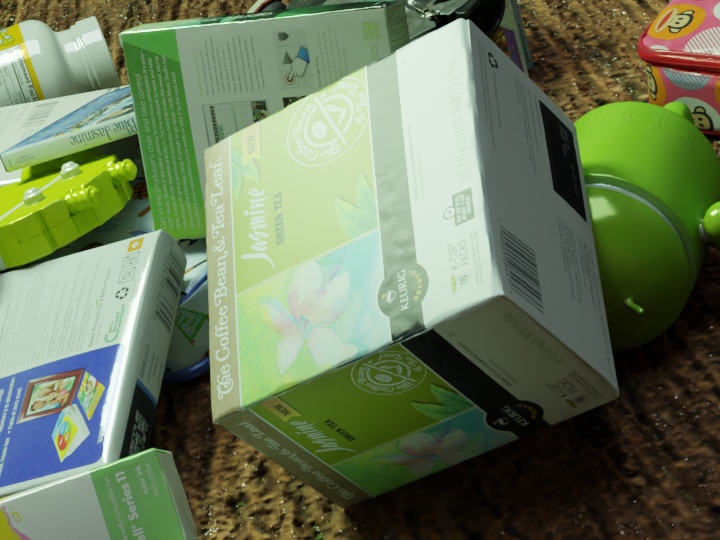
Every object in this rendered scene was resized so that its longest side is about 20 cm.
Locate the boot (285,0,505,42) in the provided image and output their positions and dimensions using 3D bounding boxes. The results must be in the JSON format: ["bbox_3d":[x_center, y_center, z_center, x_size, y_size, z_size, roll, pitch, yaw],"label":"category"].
[{"bbox_3d":[0.050,-0.192,1.544,0.131,0.070,0.200,13,52,38],"label":"boot"}]

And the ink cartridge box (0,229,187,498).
[{"bbox_3d":[-0.218,0.078,1.447,0.199,0.047,0.198,-16,45,25],"label":"ink cartridge box"}]

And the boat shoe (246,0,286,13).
[{"bbox_3d":[-0.093,-0.165,1.865,0.062,0.071,0.200,32,35,0],"label":"boat shoe"}]

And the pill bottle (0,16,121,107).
[{"bbox_3d":[-0.307,-0.149,1.906,0.199,0.105,0.104,-20,28,-6],"label":"pill bottle"}]

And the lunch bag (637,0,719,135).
[{"bbox_3d":[0.314,-0.169,1.625,0.176,0.082,0.200,11,41,36],"label":"lunch bag"}]

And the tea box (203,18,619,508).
[{"bbox_3d":[0.024,-0.001,1.301,0.196,0.134,0.201,-26,49,26],"label":"tea box"}]

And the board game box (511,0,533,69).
[{"bbox_3d":[0.021,-0.167,1.753,0.200,0.105,0.103,-33,32,-26],"label":"board game box"}]

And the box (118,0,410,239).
[{"bbox_3d":[-0.055,-0.097,1.470,0.199,0.145,0.036,-2,14,25],"label":"box"}]

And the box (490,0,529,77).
[{"bbox_3d":[0.031,-0.103,1.597,0.199,0.137,0.039,-27,30,-19],"label":"box"}]

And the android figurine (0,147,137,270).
[{"bbox_3d":[-0.242,-0.036,1.567,0.199,0.041,0.182,-15,17,37],"label":"android figurine"}]

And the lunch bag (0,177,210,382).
[{"bbox_3d":[-0.155,0.009,1.570,0.199,0.076,0.160,8,41,39],"label":"lunch bag"}]

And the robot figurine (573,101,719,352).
[{"bbox_3d":[0.162,-0.029,1.409,0.175,0.116,0.200,-2,32,24],"label":"robot figurine"}]

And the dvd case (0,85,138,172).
[{"bbox_3d":[-0.146,-0.122,1.614,0.199,0.018,0.143,-14,14,33],"label":"dvd case"}]

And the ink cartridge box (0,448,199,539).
[{"bbox_3d":[-0.196,0.163,1.270,0.199,0.068,0.117,-19,-6,-3],"label":"ink cartridge box"}]

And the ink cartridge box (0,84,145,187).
[{"bbox_3d":[-0.213,-0.074,1.740,0.199,0.083,0.147,-9,29,17],"label":"ink cartridge box"}]
